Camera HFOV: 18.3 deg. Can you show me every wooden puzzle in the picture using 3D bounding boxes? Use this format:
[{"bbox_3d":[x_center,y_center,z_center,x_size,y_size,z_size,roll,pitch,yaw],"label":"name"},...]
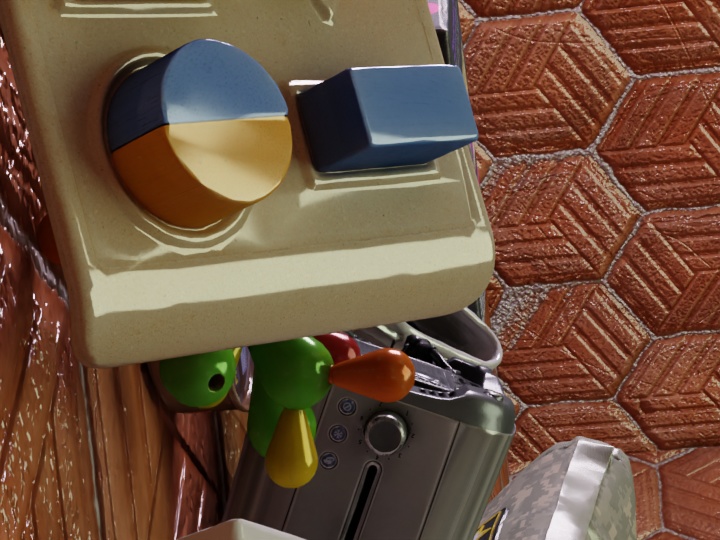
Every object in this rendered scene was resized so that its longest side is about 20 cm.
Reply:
[{"bbox_3d":[-0.031,-0.079,0.714,0.185,0.046,0.201,-7,83,-46],"label":"wooden puzzle"}]

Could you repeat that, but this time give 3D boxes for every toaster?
[{"bbox_3d":[-0.002,0.094,0.998,0.200,0.113,0.130,-107,-143,-86],"label":"toaster"}]

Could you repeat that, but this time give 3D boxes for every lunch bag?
[{"bbox_3d":[0.075,0.192,1.077,0.164,0.117,0.201,-54,158,-64],"label":"lunch bag"}]

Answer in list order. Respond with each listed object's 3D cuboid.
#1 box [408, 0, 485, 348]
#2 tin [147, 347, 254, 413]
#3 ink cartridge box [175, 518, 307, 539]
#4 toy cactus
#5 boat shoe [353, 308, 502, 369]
[{"bbox_3d":[0.000,-0.057,1.198,0.106,0.121,0.201,-83,166,-59],"label":"box"},{"bbox_3d":[-0.072,-0.039,0.917,0.112,0.042,0.201,-85,169,-78],"label":"tin"},{"bbox_3d":[-0.018,0.199,0.731,0.145,0.087,0.201,26,50,-42],"label":"ink cartridge box"},{"bbox_3d":[-0.043,-0.024,0.803,0.166,0.102,0.200,-85,151,-43],"label":"toy cactus"},{"bbox_3d":[0.000,0.000,1.114,0.200,0.065,0.074,40,32,-44],"label":"boat shoe"}]
